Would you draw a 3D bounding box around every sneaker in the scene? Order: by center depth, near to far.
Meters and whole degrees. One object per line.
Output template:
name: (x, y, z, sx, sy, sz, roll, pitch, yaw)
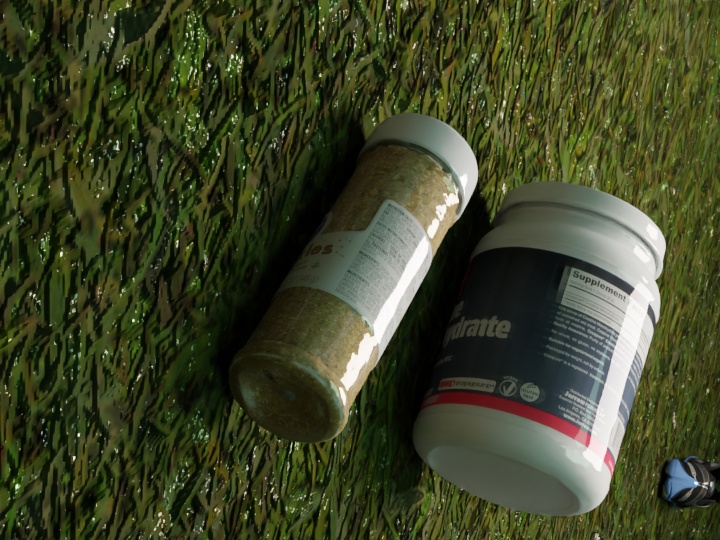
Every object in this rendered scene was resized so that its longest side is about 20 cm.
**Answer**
sneaker: (0.448, 0.284, 2.188, 0.199, 0.082, 0.071, 20, 82, -69)

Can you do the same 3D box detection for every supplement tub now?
supplement tub: (0.128, 0.055, 1.159, 0.141, 0.139, 0.201, 63, 43, -59)

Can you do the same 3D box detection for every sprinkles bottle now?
sprinkles bottle: (0.000, 0.000, 0.899, 0.069, 0.068, 0.201, 81, 29, -43)
